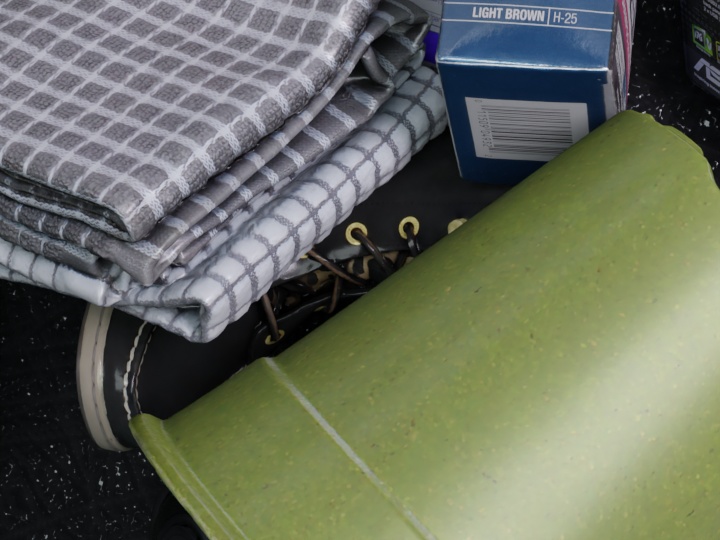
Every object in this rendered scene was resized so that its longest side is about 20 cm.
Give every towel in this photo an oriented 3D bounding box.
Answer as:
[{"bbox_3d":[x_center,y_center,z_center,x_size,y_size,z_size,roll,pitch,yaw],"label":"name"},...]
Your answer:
[{"bbox_3d":[-0.087,-0.068,0.885,0.199,0.166,0.086,20,137,35],"label":"towel"}]

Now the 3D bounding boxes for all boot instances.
[{"bbox_3d":[0.000,0.000,0.903,0.150,0.200,0.073,10,131,29],"label":"boot"}]

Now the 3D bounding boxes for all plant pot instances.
[{"bbox_3d":[0.062,0.056,0.786,0.190,0.200,0.200,-43,85,-1],"label":"plant pot"}]

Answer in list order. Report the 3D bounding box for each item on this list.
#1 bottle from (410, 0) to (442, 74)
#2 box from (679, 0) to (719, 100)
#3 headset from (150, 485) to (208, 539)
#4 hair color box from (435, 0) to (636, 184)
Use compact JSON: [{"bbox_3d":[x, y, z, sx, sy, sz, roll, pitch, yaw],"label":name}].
[{"bbox_3d":[0.000,-0.124,0.959,0.199,0.083,0.066,21,112,16],"label":"bottle"},{"bbox_3d":[0.185,-0.100,0.832,0.047,0.194,0.200,-32,48,-21],"label":"box"},{"bbox_3d":[-0.029,0.126,0.945,0.200,0.123,0.094,-37,62,17],"label":"headset"},{"bbox_3d":[0.070,-0.140,0.856,0.060,0.100,0.201,4,70,9],"label":"hair color box"}]
